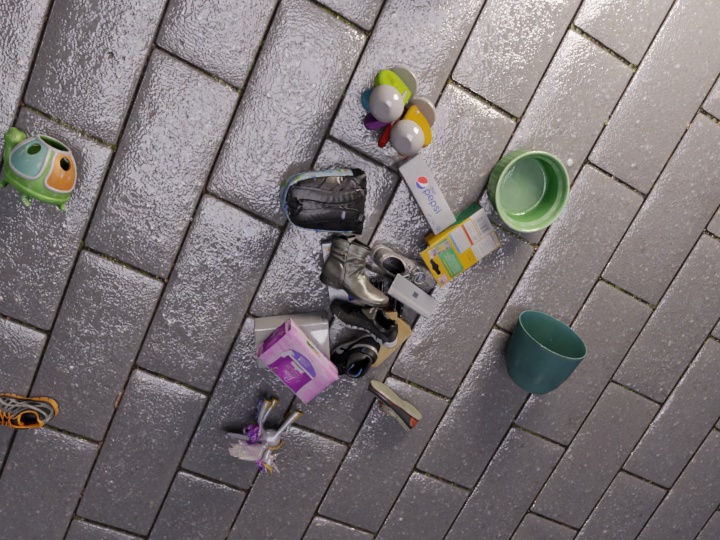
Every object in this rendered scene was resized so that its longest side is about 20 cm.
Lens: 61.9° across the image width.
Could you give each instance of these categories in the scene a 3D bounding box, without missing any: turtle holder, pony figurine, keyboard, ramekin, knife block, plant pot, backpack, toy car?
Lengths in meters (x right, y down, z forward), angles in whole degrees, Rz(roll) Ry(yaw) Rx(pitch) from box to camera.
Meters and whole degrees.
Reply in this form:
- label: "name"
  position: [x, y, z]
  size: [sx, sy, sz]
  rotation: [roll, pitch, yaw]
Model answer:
- label: "turtle holder"
  position: [-0.712, -0.232, 1.337]
  size: [0.139, 0.185, 0.134]
  rotation: [16, 110, -47]
- label: "pony figurine"
  position: [-0.271, 0.450, 1.633]
  size: [0.189, 0.166, 0.205]
  rotation: [25, 89, -24]
- label: "keyboard"
  position: [0.139, 0.071, 1.574]
  size: [0.199, 0.011, 0.057]
  rotation: [33, 80, -45]
- label: "ramekin"
  position: [0.419, -0.208, 1.525]
  size: [0.193, 0.098, 0.206]
  rotation: [-3, 109, -8]
- label: "knife block"
  position: [0.047, 0.130, 1.604]
  size: [0.200, 0.064, 0.176]
  rotation: [-43, 109, 8]
- label: "plant pot"
  position: [0.490, 0.236, 1.645]
  size: [0.195, 0.202, 0.164]
  rotation: [15, 119, -13]
- label: "backpack"
  position: [-0.097, -0.169, 1.448]
  size: [0.195, 0.153, 0.168]
  rotation: [-11, 118, -27]
- label: "toy car"
  position: [0.077, -0.361, 1.406]
  size: [0.148, 0.177, 0.202]
  rotation: [-20, 117, 38]

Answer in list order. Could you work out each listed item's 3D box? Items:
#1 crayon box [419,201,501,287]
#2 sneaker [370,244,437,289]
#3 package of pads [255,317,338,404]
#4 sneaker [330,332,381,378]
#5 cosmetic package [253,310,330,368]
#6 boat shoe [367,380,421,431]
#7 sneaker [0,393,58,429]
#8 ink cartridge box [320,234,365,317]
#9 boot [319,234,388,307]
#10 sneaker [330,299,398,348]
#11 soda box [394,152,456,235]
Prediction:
- label: "crayon box"
  position: [0.254, -0.067, 1.564]
  size: [0.198, 0.052, 0.127]
  rotation: [-35, 120, 3]
- label: "sneaker"
  position: [0.116, 0.006, 1.560]
  size: [0.195, 0.082, 0.076]
  rotation: [22, 105, -15]
- label: "package of pads"
  position: [-0.158, 0.233, 1.515]
  size: [0.120, 0.076, 0.201]
  rotation: [-38, 114, 7]
- label: "sneaker"
  position: [-0.034, 0.244, 1.569]
  size: [0.073, 0.113, 0.199]
  rotation: [44, 126, -12]
- label: "cosmetic package"
  position: [-0.180, 0.180, 1.578]
  size: [0.193, 0.081, 0.116]
  rotation: [-3, 109, -6]
- label: "boat shoe"
  position: [0.088, 0.384, 1.697]
  size: [0.199, 0.072, 0.063]
  rotation: [39, 103, -23]
- label: "sneaker"
  position: [-0.886, 0.367, 1.535]
  size: [0.193, 0.078, 0.081]
  rotation: [-2, 111, -7]
- label: "ink cartridge box"
  position: [-0.044, 0.015, 1.565]
  size: [0.092, 0.037, 0.206]
  rotation: [-10, 108, -6]
- label: "boot"
  position: [0.000, 0.000, 1.502]
  size: [0.195, 0.068, 0.134]
  rotation: [24, 104, -2]
- label: "sneaker"
  position: [0.015, 0.115, 1.522]
  size: [0.196, 0.067, 0.092]
  rotation: [29, 137, 9]
- label: "soda box"
  position: [0.163, -0.196, 1.509]
  size: [0.067, 0.064, 0.202]
  rotation: [-32, 110, 3]
